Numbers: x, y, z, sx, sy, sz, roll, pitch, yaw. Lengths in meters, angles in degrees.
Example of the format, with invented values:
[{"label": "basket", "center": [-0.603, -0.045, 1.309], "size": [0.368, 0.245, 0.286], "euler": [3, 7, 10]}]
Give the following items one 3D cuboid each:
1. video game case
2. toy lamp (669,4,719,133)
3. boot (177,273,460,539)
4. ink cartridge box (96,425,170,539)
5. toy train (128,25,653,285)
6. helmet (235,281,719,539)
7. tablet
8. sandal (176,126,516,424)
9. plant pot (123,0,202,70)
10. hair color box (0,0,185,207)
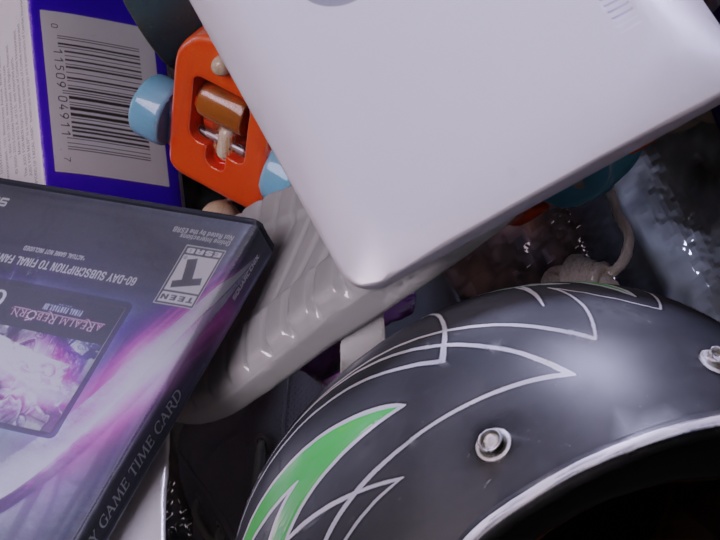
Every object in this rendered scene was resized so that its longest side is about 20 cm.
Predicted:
[{"label": "video game case", "center": [-0.130, 0.056, 0.903], "size": [0.142, 0.019, 0.200], "euler": [10, 56, 32]}, {"label": "toy lamp", "center": [0.082, -0.050, 0.954], "size": [0.199, 0.058, 0.058], "euler": [-14, 70, 37]}, {"label": "boot", "center": [-0.016, 0.097, 0.996], "size": [0.095, 0.073, 0.201], "euler": [-14, 62, 42]}, {"label": "ink cartridge box", "center": [-0.141, 0.092, 0.939], "size": [0.199, 0.067, 0.117], "euler": [-14, 45, 14]}, {"label": "toy train", "center": [0.018, -0.056, 0.942], "size": [0.199, 0.056, 0.151], "euler": [24, 133, 26]}, {"label": "helmet", "center": [0.054, 0.102, 0.853], "size": [0.199, 0.200, 0.192], "euler": [-15, 78, 36]}, {"label": "tablet", "center": [0.013, -0.097, 0.870], "size": [0.130, 0.014, 0.200], "euler": [-29, 58, -1]}, {"label": "sandal", "center": [-0.002, 0.006, 0.916], "size": [0.202, 0.050, 0.083], "euler": [-30, 35, 49]}, {"label": "plant pot", "center": [-0.032, -0.185, 1.014], "size": [0.134, 0.200, 0.201], "euler": [-17, 66, 7]}, {"label": "hair color box", "center": [-0.144, -0.024, 1.094], "size": [0.200, 0.065, 0.110], "euler": [-30, 60, 47]}]
